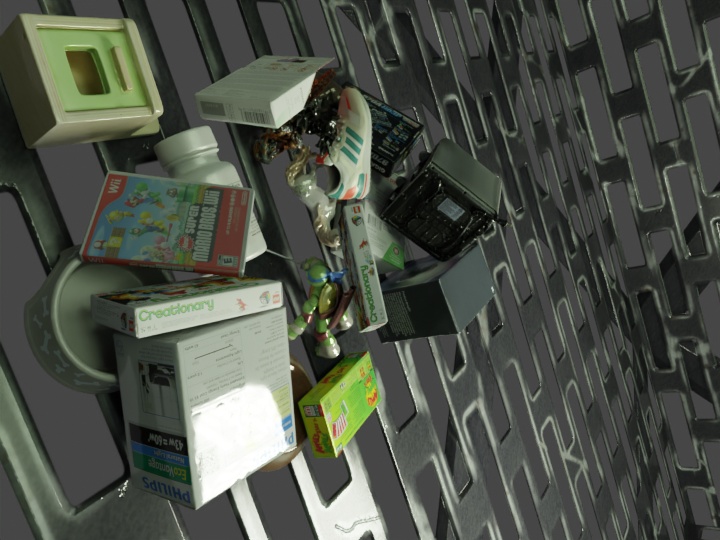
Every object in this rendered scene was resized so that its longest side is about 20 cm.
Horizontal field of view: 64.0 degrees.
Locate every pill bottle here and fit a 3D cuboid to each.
[{"bbox_3d":[-0.228,-0.103,0.863,0.114,0.113,0.203,-33,106,-48],"label":"pill bottle"}]

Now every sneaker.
[{"bbox_3d":[-0.033,-0.226,1.038,0.092,0.070,0.204,-10,108,-30],"label":"sneaker"}]

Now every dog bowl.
[{"bbox_3d":[-0.323,0.057,0.753,0.198,0.058,0.204,16,69,-48],"label":"dog bowl"}]

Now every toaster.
[{"bbox_3d":[0.164,-0.129,1.114,0.198,0.181,0.120,34,48,-12],"label":"toaster"}]

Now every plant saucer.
[{"bbox_3d":[-0.137,0.225,0.951,0.199,0.036,0.204,15,71,-47],"label":"plant saucer"}]

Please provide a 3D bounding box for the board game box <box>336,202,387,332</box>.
[{"bbox_3d":[0.000,0.000,0.992,0.034,0.126,0.204,-11,81,-10],"label":"board game box"}]

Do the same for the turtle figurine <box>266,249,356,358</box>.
[{"bbox_3d":[-0.097,0.056,1.013,0.195,0.197,0.145,69,5,-46],"label":"turtle figurine"}]

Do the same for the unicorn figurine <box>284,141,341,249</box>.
[{"bbox_3d":[-0.073,-0.136,1.101,0.199,0.073,0.139,38,62,-20],"label":"unicorn figurine"}]

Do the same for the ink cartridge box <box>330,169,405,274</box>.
[{"bbox_3d":[0.023,-0.111,1.188,0.144,0.087,0.204,26,63,-44],"label":"ink cartridge box"}]

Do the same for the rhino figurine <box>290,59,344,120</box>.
[{"bbox_3d":[-0.069,-0.333,1.099,0.198,0.060,0.088,32,52,1],"label":"rhino figurine"}]

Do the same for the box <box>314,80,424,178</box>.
[{"bbox_3d":[0.012,-0.290,1.165,0.198,0.046,0.160,31,48,6],"label":"box"}]

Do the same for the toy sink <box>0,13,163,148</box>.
[{"bbox_3d":[-0.345,-0.250,0.762,0.199,0.111,0.133,-23,99,-50],"label":"toy sink"}]

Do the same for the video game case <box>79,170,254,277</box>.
[{"bbox_3d":[-0.244,-0.063,0.752,0.196,0.018,0.145,6,53,-9],"label":"video game case"}]

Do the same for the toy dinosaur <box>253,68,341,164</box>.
[{"bbox_3d":[-0.111,-0.272,1.009,0.101,0.135,0.203,12,103,-47],"label":"toy dinosaur"}]

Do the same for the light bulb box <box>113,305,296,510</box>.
[{"bbox_3d":[-0.195,0.162,0.758,0.197,0.123,0.204,-15,104,-56],"label":"light bulb box"}]

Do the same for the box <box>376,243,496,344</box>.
[{"bbox_3d":[0.149,0.048,1.211,0.199,0.196,0.125,-35,107,-49],"label":"box"}]

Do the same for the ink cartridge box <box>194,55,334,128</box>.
[{"bbox_3d":[-0.153,-0.306,0.967,0.200,0.158,0.051,-50,143,-44],"label":"ink cartridge box"}]

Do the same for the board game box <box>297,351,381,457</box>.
[{"bbox_3d":[-0.031,0.234,1.031,0.200,0.047,0.103,-34,112,-60],"label":"board game box"}]

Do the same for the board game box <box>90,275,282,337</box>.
[{"bbox_3d":[-0.213,0.038,0.721,0.198,0.125,0.035,-11,103,-45],"label":"board game box"}]

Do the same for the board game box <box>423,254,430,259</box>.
[{"bbox_3d":[0.215,-0.007,1.441,0.199,0.023,0.107,-31,107,-50],"label":"board game box"}]
